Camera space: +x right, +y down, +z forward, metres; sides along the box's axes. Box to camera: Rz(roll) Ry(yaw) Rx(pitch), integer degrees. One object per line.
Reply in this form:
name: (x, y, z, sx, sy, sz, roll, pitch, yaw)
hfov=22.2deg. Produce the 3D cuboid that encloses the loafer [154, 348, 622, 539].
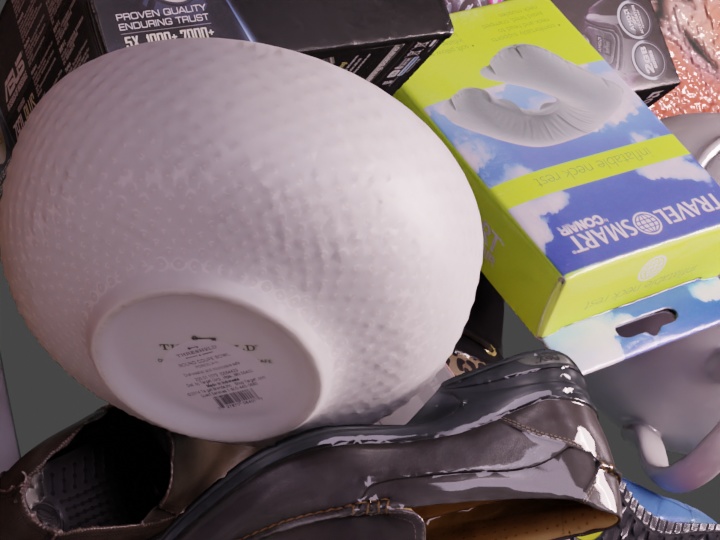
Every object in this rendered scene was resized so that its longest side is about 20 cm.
loafer: (0.009, 0.101, 0.735, 0.198, 0.073, 0.073, -24, 55, -2)

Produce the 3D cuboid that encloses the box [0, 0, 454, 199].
box: (-0.077, -0.095, 0.845, 0.162, 0.200, 0.087, -11, 75, -27)

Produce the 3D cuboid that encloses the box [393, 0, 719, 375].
box: (0.093, -0.048, 0.892, 0.121, 0.048, 0.200, -17, 54, -31)

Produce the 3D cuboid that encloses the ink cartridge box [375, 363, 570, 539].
ink cartridge box: (0.019, 0.163, 0.800, 0.176, 0.045, 0.201, -37, 65, 5)

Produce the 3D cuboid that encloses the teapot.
teapot: (0.198, -0.001, 0.969, 0.196, 0.146, 0.202, -14, 79, -27)

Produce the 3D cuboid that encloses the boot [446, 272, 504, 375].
boot: (0.000, 0.000, 0.894, 0.199, 0.073, 0.151, 29, 44, -21)

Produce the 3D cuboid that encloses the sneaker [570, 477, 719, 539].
sneaker: (0.106, 0.126, 0.895, 0.199, 0.078, 0.067, 28, 78, -39)

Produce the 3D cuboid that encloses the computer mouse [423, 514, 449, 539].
computer mouse: (-0.044, 0.187, 0.763, 0.198, 0.046, 0.142, -12, 57, 7)

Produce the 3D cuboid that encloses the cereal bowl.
cereal bowl: (-0.053, 0.007, 0.736, 0.199, 0.200, 0.084, 25, 47, -14)

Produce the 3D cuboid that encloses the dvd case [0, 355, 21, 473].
dvd case: (-0.228, 0.076, 0.817, 0.149, 0.025, 0.202, -7, 75, -27)

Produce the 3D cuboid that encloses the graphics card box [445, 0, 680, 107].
graphics card box: (0.069, -0.136, 1.014, 0.198, 0.051, 0.127, -11, 76, -28)

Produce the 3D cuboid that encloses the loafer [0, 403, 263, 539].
loafer: (-0.095, 0.089, 0.831, 0.200, 0.071, 0.073, -33, 87, -45)
